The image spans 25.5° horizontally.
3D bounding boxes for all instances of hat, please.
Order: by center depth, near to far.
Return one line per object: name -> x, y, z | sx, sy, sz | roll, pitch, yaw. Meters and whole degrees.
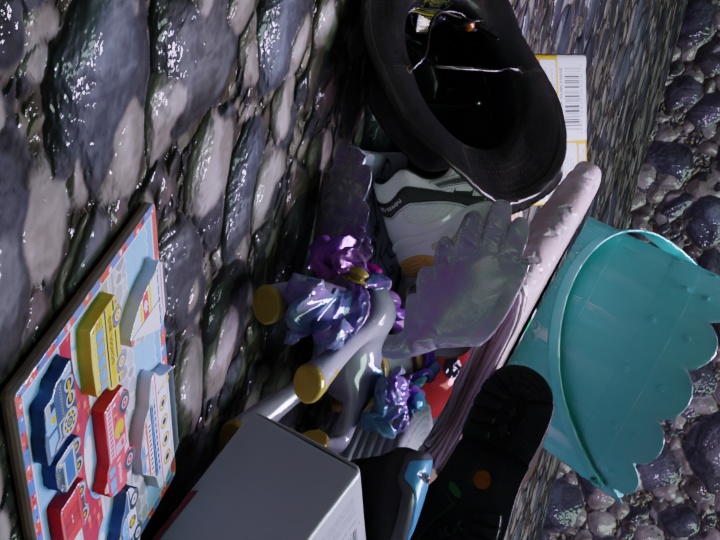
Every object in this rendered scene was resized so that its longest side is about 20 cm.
hat -> 0.053, -0.127, 1.130 | 0.081, 0.201, 0.201 | -30, -159, 40

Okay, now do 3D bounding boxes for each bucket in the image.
bucket -> 0.199, 0.065, 1.275 | 0.209, 0.134, 0.207 | -61, 173, -12

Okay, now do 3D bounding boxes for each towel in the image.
towel -> 0.112, 0.032, 1.203 | 0.200, 0.032, 0.192 | -53, 169, -53

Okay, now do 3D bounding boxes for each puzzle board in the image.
puzzle board -> -0.130, 0.088, 0.817 | 0.151, 0.017, 0.202 | -61, 159, -47

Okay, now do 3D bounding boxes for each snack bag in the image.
snack bag -> 0.000, 0.000, 1.228 | 0.200, 0.021, 0.191 | -15, 117, -75

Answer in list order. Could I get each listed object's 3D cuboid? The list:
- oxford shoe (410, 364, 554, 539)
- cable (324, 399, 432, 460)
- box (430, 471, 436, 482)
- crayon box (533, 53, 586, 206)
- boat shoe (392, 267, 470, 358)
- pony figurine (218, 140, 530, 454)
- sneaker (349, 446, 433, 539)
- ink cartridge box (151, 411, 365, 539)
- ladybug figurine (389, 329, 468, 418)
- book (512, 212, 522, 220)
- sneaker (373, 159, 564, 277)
oxford shoe -> 0.079, 0.165, 1.122 | 0.201, 0.072, 0.084 | -56, 166, -3
cable -> 0.002, 0.183, 1.276 | 0.201, 0.069, 0.201 | 88, 25, -57
box -> 0.052, 0.255, 1.405 | 0.078, 0.094, 0.202 | 122, -22, -55
crayon box -> 0.110, -0.116, 1.320 | 0.199, 0.051, 0.127 | -7, 98, -45
boat shoe -> 0.063, 0.002, 1.316 | 0.201, 0.070, 0.070 | -86, -178, -62
pony figurine -> 0.002, 0.032, 1.058 | 0.199, 0.165, 0.195 | -21, 131, -54
sneaker -> -0.014, 0.163, 1.075 | 0.200, 0.081, 0.074 | -49, -164, 57
ink cartridge box -> -0.066, 0.211, 0.993 | 0.146, 0.082, 0.201 | -51, 155, -31
ladybug figurine -> 0.067, 0.064, 1.426 | 0.201, 0.071, 0.137 | -65, 163, -49
book -> 0.120, -0.034, 1.436 | 0.134, 0.047, 0.202 | -54, 134, -72
sneaker -> 0.085, -0.075, 1.210 | 0.200, 0.075, 0.088 | -36, 101, -47
